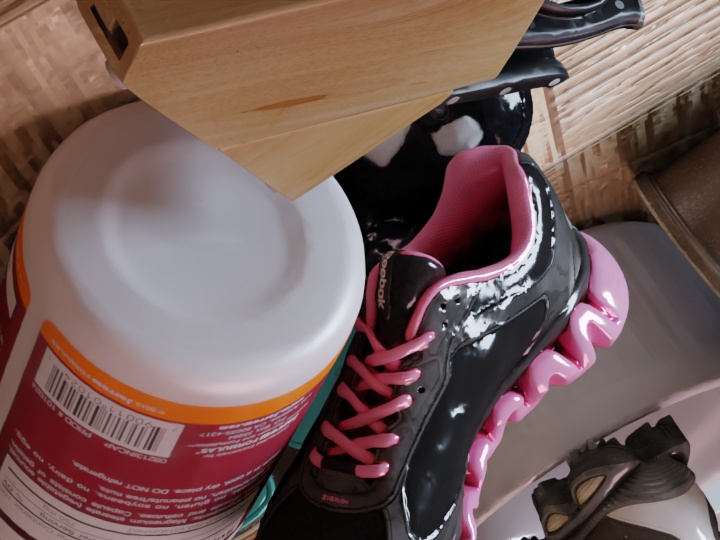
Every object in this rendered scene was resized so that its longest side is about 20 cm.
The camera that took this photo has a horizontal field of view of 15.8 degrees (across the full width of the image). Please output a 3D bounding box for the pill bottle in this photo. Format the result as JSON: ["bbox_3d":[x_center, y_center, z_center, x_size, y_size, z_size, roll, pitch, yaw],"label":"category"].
[{"bbox_3d":[-0.077,0.039,0.898,0.113,0.113,0.200,-19,157,-29],"label":"pill bottle"}]

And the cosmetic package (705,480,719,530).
[{"bbox_3d":[0.218,0.090,1.456,0.200,0.083,0.051,-21,160,-22],"label":"cosmetic package"}]

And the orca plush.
[{"bbox_3d":[0.000,0.000,0.970,0.200,0.071,0.105,-38,158,18],"label":"orca plush"}]

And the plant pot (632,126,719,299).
[{"bbox_3d":[0.255,-0.029,1.099,0.198,0.200,0.200,-42,158,10],"label":"plant pot"}]

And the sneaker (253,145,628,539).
[{"bbox_3d":[0.015,0.038,0.884,0.200,0.079,0.095,-56,142,-28],"label":"sneaker"}]

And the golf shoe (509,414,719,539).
[{"bbox_3d":[0.104,0.147,1.143,0.078,0.095,0.200,-22,159,-22],"label":"golf shoe"}]

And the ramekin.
[{"bbox_3d":[0.093,0.065,1.206,0.200,0.098,0.201,-26,158,-11],"label":"ramekin"}]

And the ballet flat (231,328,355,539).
[{"bbox_3d":[-0.037,0.061,1.070,0.200,0.070,0.069,-30,161,18],"label":"ballet flat"}]

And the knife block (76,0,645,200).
[{"bbox_3d":[0.019,-0.103,0.774,0.175,0.064,0.200,-35,158,9],"label":"knife block"}]
